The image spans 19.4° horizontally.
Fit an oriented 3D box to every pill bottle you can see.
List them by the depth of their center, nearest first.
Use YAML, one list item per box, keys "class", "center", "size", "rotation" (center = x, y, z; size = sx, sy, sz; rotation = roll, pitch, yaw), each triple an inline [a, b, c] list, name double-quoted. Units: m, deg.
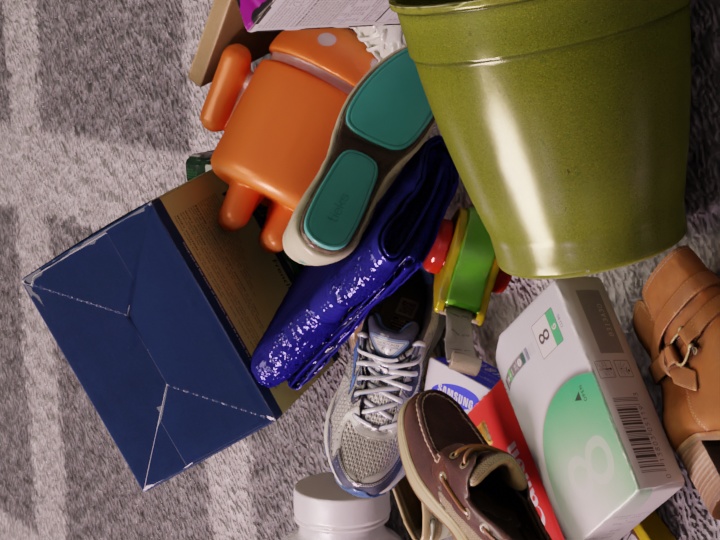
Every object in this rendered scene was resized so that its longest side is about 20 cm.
- class: "pill bottle"
  center: [-0.015, 0.279, 1.788]
  size: [0.111, 0.110, 0.202]
  rotation: [19, 113, 58]

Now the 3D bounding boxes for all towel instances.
- class: "towel"
  center: [0.000, 0.000, 1.605]
  size: [0.049, 0.148, 0.200]
  rotation: [38, 134, -8]

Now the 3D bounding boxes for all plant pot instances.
- class: "plant pot"
  center: [0.136, -0.104, 1.377]
  size: [0.200, 0.199, 0.195]
  rotation: [11, 118, 59]

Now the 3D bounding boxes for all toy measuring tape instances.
- class: "toy measuring tape"
  center: [0.082, 0.004, 1.549]
  size: [0.200, 0.073, 0.074]
  rotation: [-87, 3, -65]

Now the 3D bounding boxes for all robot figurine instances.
- class: "robot figurine"
  center: [-0.047, -0.115, 1.688]
  size: [0.143, 0.117, 0.201]
  rotation: [24, 84, 33]

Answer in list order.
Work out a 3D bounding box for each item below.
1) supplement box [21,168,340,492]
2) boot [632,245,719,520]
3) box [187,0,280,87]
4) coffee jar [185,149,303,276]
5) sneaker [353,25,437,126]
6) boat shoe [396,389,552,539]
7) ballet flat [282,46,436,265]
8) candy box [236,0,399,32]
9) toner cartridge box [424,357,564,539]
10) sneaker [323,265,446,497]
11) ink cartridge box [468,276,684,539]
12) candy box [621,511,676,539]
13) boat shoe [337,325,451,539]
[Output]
- class: "supplement box"
  center: [-0.142, 0.041, 1.731]
  size: [0.134, 0.200, 0.201]
  rotation: [-28, 94, 19]
- class: "boot"
  center: [0.238, 0.045, 1.326]
  size: [0.200, 0.073, 0.156]
  rotation: [-57, 44, 46]
- class: "box"
  center: [-0.055, -0.250, 1.690]
  size: [0.021, 0.163, 0.201]
  rotation: [43, 137, 16]
- class: "coffee jar"
  center: [-0.097, -0.008, 1.874]
  size: [0.085, 0.103, 0.202]
  rotation: [-169, 74, -67]
- class: "sneaker"
  center: [0.012, -0.201, 1.637]
  size: [0.078, 0.099, 0.202]
  rotation: [-41, 62, 56]
- class: "boat shoe"
  center: [0.088, 0.149, 1.437]
  size: [0.072, 0.072, 0.201]
  rotation: [-61, 38, 36]
- class: "ballet flat"
  center: [0.002, -0.083, 1.571]
  size: [0.069, 0.201, 0.070]
  rotation: [28, 156, 14]
- class: "candy box"
  center: [-0.007, -0.253, 1.556]
  size: [0.061, 0.199, 0.137]
  rotation: [-39, 65, 51]
- class: "toner cartridge box"
  center: [0.116, 0.137, 1.536]
  size: [0.200, 0.043, 0.096]
  rotation: [26, 111, 53]
- class: "sneaker"
  center: [0.017, 0.073, 1.612]
  size: [0.085, 0.076, 0.202]
  rotation: [85, -163, -66]
- class: "ink cartridge box"
  center: [0.125, 0.124, 1.443]
  size: [0.200, 0.050, 0.162]
  rotation: [-48, 52, 43]
- class: "candy box"
  center: [0.154, 0.161, 1.545]
  size: [0.200, 0.026, 0.103]
  rotation: [56, 142, 38]
- class: "boat shoe"
  center: [0.035, 0.119, 1.683]
  size: [0.073, 0.062, 0.201]
  rotation: [-40, 72, 52]
